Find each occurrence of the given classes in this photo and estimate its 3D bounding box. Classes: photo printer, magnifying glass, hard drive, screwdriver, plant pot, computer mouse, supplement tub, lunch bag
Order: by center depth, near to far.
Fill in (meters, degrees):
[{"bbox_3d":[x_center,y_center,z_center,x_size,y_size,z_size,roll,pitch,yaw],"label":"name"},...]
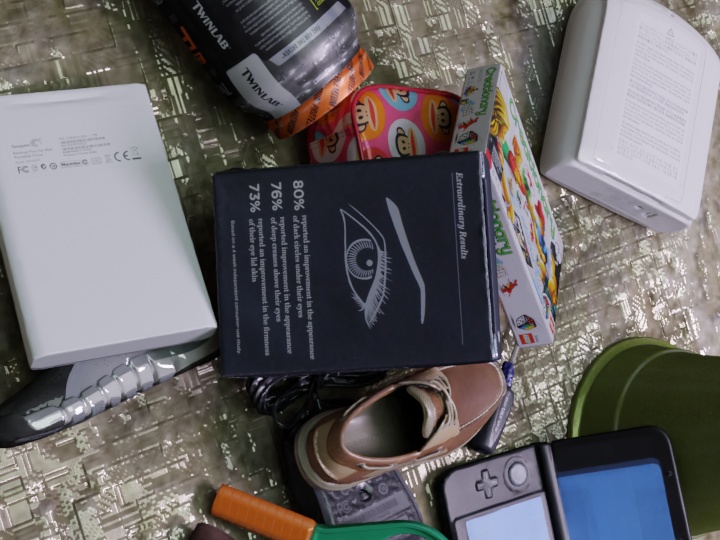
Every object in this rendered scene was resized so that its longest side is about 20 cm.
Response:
[{"bbox_3d":[-0.190,-0.036,0.991,0.131,0.026,0.202,-9,68,-25],"label":"hard drive"},{"bbox_3d":[-0.017,0.207,1.051,0.198,0.022,0.080,20,93,5],"label":"magnifying glass"},{"bbox_3d":[-0.085,-0.209,1.074,0.123,0.122,0.201,-45,106,-29],"label":"supplement tub"},{"bbox_3d":[-0.011,0.160,1.111,0.137,0.053,0.202,-14,80,-34],"label":"computer mouse"},{"bbox_3d":[0.046,-0.049,1.152,0.175,0.082,0.202,-1,82,-41],"label":"lunch bag"},{"bbox_3d":[0.133,0.066,1.229,0.029,0.028,0.202,16,69,1],"label":"screwdriver"},{"bbox_3d":[0.319,0.151,1.234,0.198,0.189,0.202,5,80,-32],"label":"plant pot"},{"bbox_3d":[0.256,-0.157,1.312,0.165,0.069,0.202,22,71,-27],"label":"photo printer"}]

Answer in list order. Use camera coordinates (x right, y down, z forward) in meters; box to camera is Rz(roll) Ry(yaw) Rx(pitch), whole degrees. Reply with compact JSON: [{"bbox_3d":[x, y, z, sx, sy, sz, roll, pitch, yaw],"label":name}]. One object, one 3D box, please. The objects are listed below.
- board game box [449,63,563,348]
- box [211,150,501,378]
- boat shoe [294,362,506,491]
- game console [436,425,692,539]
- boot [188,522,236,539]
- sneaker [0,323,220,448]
[{"bbox_3d":[0.123,-0.051,1.160,0.127,0.034,0.201,-76,149,-47],"label":"board game box"},{"bbox_3d":[0.000,0.000,1.016,0.198,0.104,0.150,-3,85,6],"label":"box"},{"bbox_3d":[0.044,0.115,1.084,0.199,0.072,0.076,-23,85,-35],"label":"boat shoe"},{"bbox_3d":[0.178,0.247,1.174,0.174,0.116,0.202,-11,88,-33],"label":"game console"},{"bbox_3d":[-0.150,0.256,1.009,0.199,0.072,0.167,36,54,-21],"label":"boot"},{"bbox_3d":[-0.197,0.043,1.003,0.199,0.075,0.116,-24,90,-41],"label":"sneaker"}]
